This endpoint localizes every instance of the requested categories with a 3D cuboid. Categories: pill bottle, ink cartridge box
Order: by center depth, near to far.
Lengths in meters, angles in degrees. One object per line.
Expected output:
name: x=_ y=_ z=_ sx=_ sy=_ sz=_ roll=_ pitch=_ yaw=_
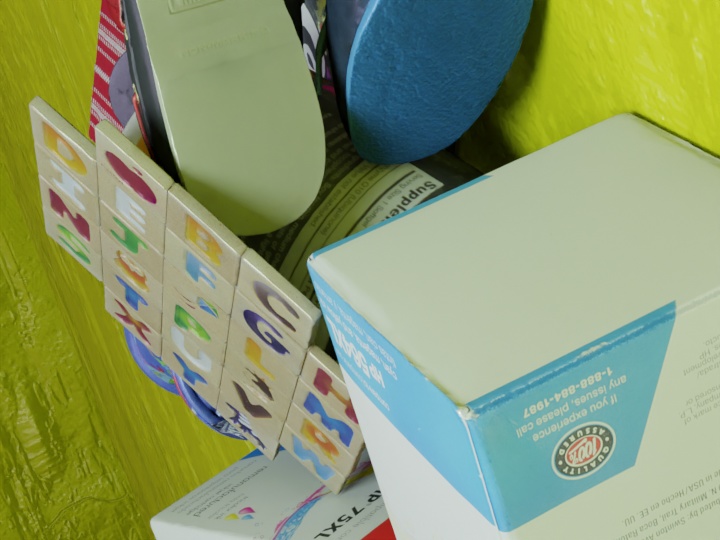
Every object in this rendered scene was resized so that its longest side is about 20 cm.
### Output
ink cartridge box: x=0.084 y=0.077 z=0.596 sx=0.125 sy=0.128 sz=0.201 roll=41 pitch=152 yaw=59
pill bottle: x=0.000 y=0.000 z=0.728 sx=0.199 sy=0.116 sz=0.117 roll=33 pitch=151 yaw=28
ink cartridge box: x=0.018 y=0.114 z=0.766 sx=0.199 sy=0.116 sz=0.068 roll=-1 pitch=114 yaw=51

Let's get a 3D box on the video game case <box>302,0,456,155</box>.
video game case: x=-0.019 y=-0.141 z=0.807 sx=0.201 sy=0.036 sz=0.182 roll=57 pitch=163 yaw=31

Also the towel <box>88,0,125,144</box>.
towel: x=-0.110 y=-0.150 z=0.987 sx=0.145 sy=0.022 sz=0.202 roll=-140 pitch=55 yaw=-61

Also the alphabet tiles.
alphabet tiles: x=-0.062 y=0.015 z=0.697 sx=0.166 sy=0.006 sz=0.200 roll=42 pitch=161 yaw=8

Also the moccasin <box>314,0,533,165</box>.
moccasin: x=0.023 y=-0.127 z=0.627 sx=0.201 sy=0.080 sz=0.068 roll=101 pitch=149 yaw=-44

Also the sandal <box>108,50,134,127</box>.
sandal: x=-0.042 y=-0.033 z=0.875 sx=0.199 sy=0.043 sz=0.076 roll=34 pitch=127 yaw=7

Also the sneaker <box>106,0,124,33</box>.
sneaker: x=-0.134 y=-0.164 z=0.852 sx=0.200 sy=0.111 sz=0.072 roll=114 pitch=144 yaw=-65

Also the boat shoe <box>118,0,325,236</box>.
boat shoe: x=-0.054 y=-0.115 z=0.632 sx=0.063 sy=0.073 sz=0.203 roll=-147 pitch=49 yaw=-68

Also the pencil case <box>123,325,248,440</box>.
pencil case: x=-0.066 y=0.033 z=0.905 sx=0.087 sy=0.078 sz=0.200 roll=43 pitch=173 yaw=-11
